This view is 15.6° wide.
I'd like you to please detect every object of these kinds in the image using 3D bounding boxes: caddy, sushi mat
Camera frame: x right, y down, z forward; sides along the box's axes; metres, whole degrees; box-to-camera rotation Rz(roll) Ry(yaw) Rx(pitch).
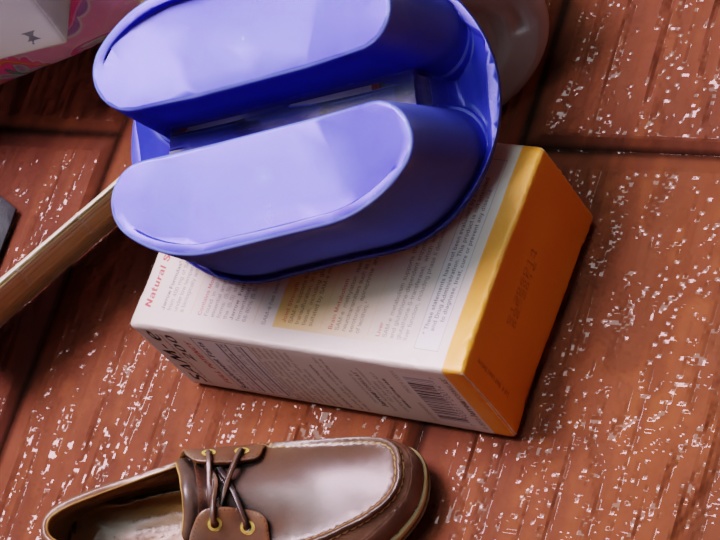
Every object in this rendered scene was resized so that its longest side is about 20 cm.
[{"bbox_3d":[-0.032,-0.073,1.264,0.199,0.105,0.142,-12,79,23],"label":"caddy"},{"bbox_3d":[-0.143,-0.026,1.406,0.200,0.096,0.012,-41,87,1],"label":"sushi mat"}]

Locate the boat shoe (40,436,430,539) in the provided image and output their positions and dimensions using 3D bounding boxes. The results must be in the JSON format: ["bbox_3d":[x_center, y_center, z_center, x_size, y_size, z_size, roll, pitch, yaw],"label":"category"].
[{"bbox_3d":[-0.064,0.121,1.281,0.199,0.068,0.072,-16,55,20],"label":"boat shoe"}]

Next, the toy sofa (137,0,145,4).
[{"bbox_3d":[-0.099,-0.230,1.442,0.083,0.097,0.200,-43,17,32],"label":"toy sofa"}]

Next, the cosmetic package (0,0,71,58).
[{"bbox_3d":[-0.264,-0.215,1.454,0.198,0.123,0.201,-12,55,21],"label":"cosmetic package"}]

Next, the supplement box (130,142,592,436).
[{"bbox_3d":[0.000,0.000,1.315,0.199,0.074,0.127,8,67,32],"label":"supplement box"}]

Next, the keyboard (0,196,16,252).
[{"bbox_3d":[-0.279,0.032,1.474,0.126,0.021,0.201,10,66,22],"label":"keyboard"}]

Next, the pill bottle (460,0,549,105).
[{"bbox_3d":[0.011,-0.177,1.388,0.119,0.120,0.201,-31,52,9],"label":"pill bottle"}]

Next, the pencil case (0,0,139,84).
[{"bbox_3d":[-0.193,-0.159,1.513,0.199,0.087,0.088,-23,53,15],"label":"pencil case"}]
